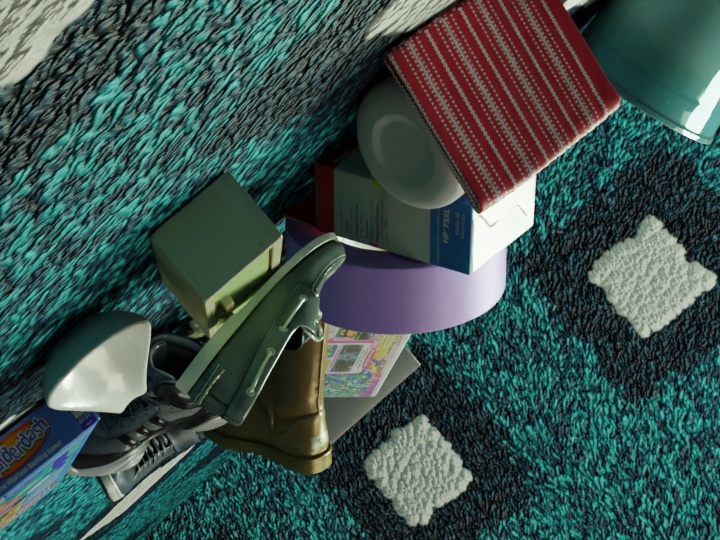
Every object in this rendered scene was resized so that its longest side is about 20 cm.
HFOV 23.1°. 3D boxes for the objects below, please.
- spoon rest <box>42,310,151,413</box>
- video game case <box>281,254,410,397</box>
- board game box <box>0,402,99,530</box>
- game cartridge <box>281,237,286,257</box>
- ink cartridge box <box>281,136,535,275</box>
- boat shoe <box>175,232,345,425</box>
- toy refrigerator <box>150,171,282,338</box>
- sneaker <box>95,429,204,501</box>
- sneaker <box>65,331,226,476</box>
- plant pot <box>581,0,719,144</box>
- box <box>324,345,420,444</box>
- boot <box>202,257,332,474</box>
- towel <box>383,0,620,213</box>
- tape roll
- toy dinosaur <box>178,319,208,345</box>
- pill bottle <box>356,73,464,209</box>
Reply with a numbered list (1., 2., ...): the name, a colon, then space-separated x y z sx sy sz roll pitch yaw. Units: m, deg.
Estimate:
1. spoon rest: -0.200 0.077 1.385 0.099 0.061 0.200 -41 176 -6
2. video game case: -0.030 0.061 1.808 0.180 0.024 0.201 1 136 -29
3. board game box: -0.317 0.190 1.552 0.152 0.045 0.200 -39 174 -31
4. game cartridge: 0.000 0.000 1.793 0.199 0.033 0.176 20 126 -43
5. ink cartridge box: 0.040 -0.071 1.529 0.116 0.198 0.068 -36 134 -48
6. boat shoe: -0.063 0.045 1.363 0.200 0.062 0.073 -46 175 -41
7. toy refrigerator: -0.106 -0.005 1.340 0.076 0.070 0.200 -40 175 -10
8. sneaker: -0.221 0.174 1.883 0.145 0.077 0.202 -30 -175 1
9. sneaker: -0.208 0.119 1.654 0.198 0.076 0.114 -21 147 -9
10. plant pot: 0.370 -0.279 2.017 0.189 0.199 0.200 -58 170 17
11. box: -0.040 0.087 2.000 0.148 0.105 0.200 -40 -156 0
12. boot: -0.092 0.081 1.722 0.066 0.174 0.202 -27 123 -47
13. towel: 0.115 -0.149 1.385 0.199 0.145 0.022 -37 -173 -38
14. tape roll: 0.032 -0.018 1.576 0.200 0.198 0.066 -35 133 -48
15. toy dinosaur: -0.155 0.069 1.762 0.089 0.047 0.200 -57 169 18
16. pill bottle: 0.094 -0.140 1.454 0.200 0.113 0.112 -38 174 -40
